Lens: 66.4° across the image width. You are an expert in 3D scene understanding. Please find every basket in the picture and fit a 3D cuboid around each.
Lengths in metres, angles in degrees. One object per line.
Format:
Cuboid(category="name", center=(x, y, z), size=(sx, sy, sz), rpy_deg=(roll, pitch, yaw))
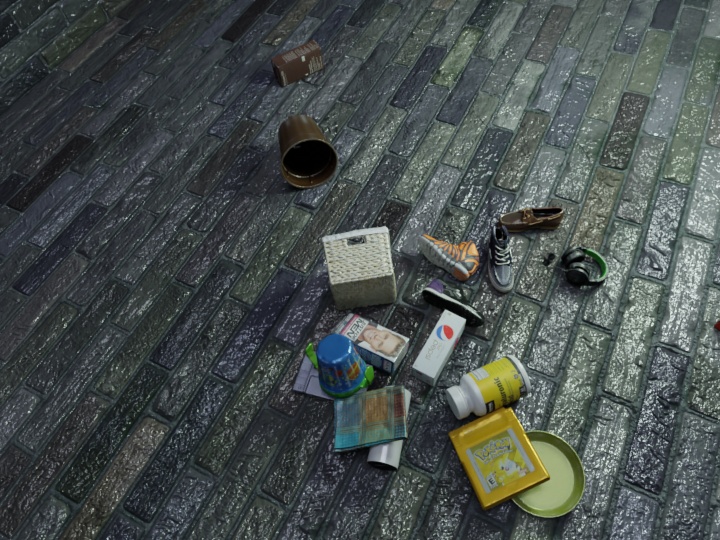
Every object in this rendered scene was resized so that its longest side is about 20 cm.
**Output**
Cuboid(category="basket", center=(0.000, 0.000, 1.607), size=(0.197, 0.200, 0.162), rpy_deg=(-9, 62, 1))

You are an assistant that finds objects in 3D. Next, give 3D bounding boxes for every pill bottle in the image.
Cuboid(category="pill bottle", center=(0.326, 0.306, 1.420), size=(0.199, 0.112, 0.112), rpy_deg=(-22, 58, -7))

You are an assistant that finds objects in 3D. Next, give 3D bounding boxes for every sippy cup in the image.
Cuboid(category="sippy cup", center=(-0.057, 0.240, 1.442), size=(0.176, 0.131, 0.140), rpy_deg=(-11, 44, 4))

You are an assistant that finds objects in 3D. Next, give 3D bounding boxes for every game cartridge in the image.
Cuboid(category="game cartridge", center=(0.333, 0.451, 1.341), size=(0.175, 0.033, 0.201), rpy_deg=(-26, 50, 2))
Cuboid(category="game cartridge", center=(-0.074, 0.296, 1.519), size=(0.198, 0.038, 0.130), rpy_deg=(11, 63, 13))

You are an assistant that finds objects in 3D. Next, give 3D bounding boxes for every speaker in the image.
Cuboid(category="speaker", center=(0.074, 0.402, 1.405), size=(0.081, 0.081, 0.201), rpy_deg=(8, 58, 11))

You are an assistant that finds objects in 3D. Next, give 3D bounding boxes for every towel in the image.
Cuboid(category="towel", center=(0.021, 0.372, 1.390), size=(0.199, 0.022, 0.148), rpy_deg=(-17, 50, 20))

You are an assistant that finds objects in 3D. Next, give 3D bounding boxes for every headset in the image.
Cuboid(category="headset", center=(0.633, -0.023, 1.608), size=(0.198, 0.094, 0.124), rpy_deg=(3, 56, -5))

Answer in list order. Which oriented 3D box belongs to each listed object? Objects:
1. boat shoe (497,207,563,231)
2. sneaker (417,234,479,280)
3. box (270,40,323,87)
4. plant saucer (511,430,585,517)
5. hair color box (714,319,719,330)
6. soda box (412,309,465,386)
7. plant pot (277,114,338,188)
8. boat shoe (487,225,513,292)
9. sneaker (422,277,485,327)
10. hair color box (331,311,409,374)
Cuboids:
Cuboid(category="boat shoe", center=(0.534, -0.169, 1.728), size=(0.198, 0.070, 0.071), rpy_deg=(-5, 58, 4))
Cuboid(category="sneaker", center=(0.278, -0.062, 1.692), size=(0.200, 0.078, 0.112), rpy_deg=(39, 64, 15))
Cuboid(category="box", center=(-0.253, -0.838, 2.227), size=(0.199, 0.100, 0.075), rpy_deg=(-29, 59, -12))
Cuboid(category="plant saucer", center=(0.438, 0.493, 1.335), size=(0.198, 0.031, 0.201), rpy_deg=(-3, 58, 5))
Cuboid(category="hair color box", center=(1.060, 0.087, 1.485), size=(0.199, 0.102, 0.061), rpy_deg=(-35, 60, -17))
Cuboid(category="soda box", center=(0.218, 0.213, 1.521), size=(0.068, 0.064, 0.201), rpy_deg=(25, 64, 20))
Cuboid(category="plant pot", center=(-0.196, -0.426, 1.912), size=(0.199, 0.201, 0.199), rpy_deg=(-16, 49, -4))
Cuboid(category="boat shoe", center=(0.417, -0.040, 1.643), size=(0.074, 0.093, 0.201), rpy_deg=(-6, 57, 2))
Cuboid(category="sneaker", center=(0.284, 0.082, 1.594), size=(0.199, 0.076, 0.088), rpy_deg=(32, 60, 23))
Cuboid(category="hair color box", center=(0.026, 0.200, 1.538), size=(0.199, 0.061, 0.100), rpy_deg=(23, 46, 19))
